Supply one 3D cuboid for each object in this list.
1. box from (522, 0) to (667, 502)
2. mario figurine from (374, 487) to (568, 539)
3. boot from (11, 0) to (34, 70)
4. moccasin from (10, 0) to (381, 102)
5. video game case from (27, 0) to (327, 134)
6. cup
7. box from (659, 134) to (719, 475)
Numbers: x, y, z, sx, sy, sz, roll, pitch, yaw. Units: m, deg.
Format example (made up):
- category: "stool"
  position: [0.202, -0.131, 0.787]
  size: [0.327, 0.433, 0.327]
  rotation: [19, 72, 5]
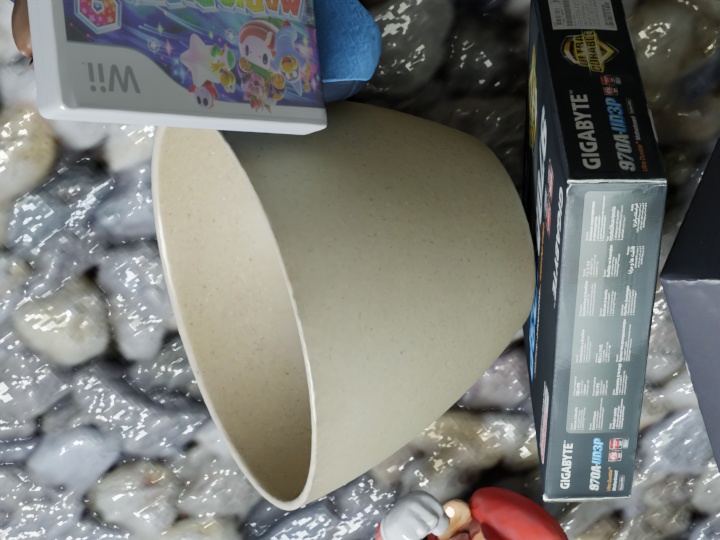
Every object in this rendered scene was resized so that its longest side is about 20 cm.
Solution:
- category: "box"
  position: [0.107, -0.013, 0.934]
  size: [0.046, 0.159, 0.200]
  rotation: [-2, 131, -1]
- category: "mario figurine"
  position: [0.028, 0.193, 1.098]
  size: [0.200, 0.106, 0.123]
  rotation: [-26, 157, 19]
- category: "boot"
  position: [-0.191, -0.195, 0.801]
  size: [0.200, 0.187, 0.064]
  rotation: [21, 151, -23]
- category: "moccasin"
  position: [-0.091, -0.116, 0.888]
  size: [0.200, 0.068, 0.081]
  rotation: [25, 77, 4]
- category: "video game case"
  position: [-0.080, -0.159, 0.803]
  size: [0.143, 0.200, 0.018]
  rotation: [0, 171, -45]
- category: "cup"
  position: [0.000, 0.000, 0.940]
  size: [0.143, 0.200, 0.201]
  rotation: [-16, 125, -20]
- category: "box"
  position: [0.239, 0.008, 0.940]
  size: [0.104, 0.200, 0.182]
  rotation: [1, 130, 29]
